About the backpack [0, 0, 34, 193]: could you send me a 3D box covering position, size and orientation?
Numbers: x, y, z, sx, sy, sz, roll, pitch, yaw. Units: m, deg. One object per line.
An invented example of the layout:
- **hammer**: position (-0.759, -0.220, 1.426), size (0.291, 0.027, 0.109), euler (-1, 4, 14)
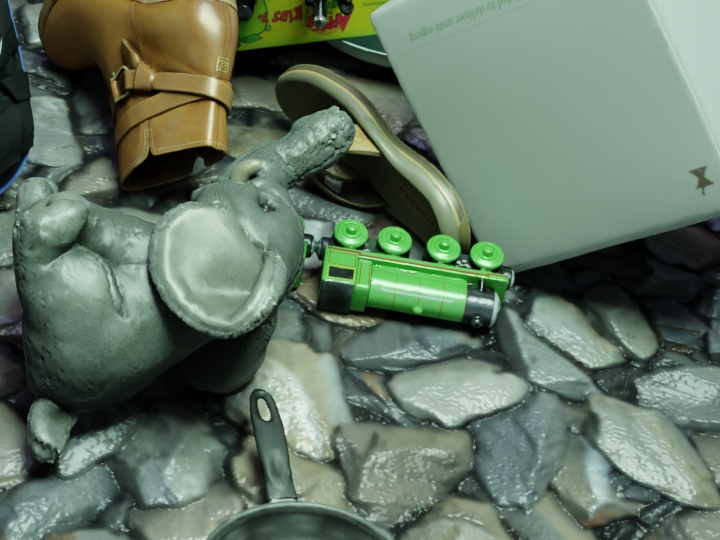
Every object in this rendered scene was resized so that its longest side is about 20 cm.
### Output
- **backpack**: position (-0.301, -0.108, 1.003), size (0.145, 0.185, 0.200), euler (5, 23, 27)

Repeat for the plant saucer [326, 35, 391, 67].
- **plant saucer**: position (0.029, -0.206, 1.324), size (0.199, 0.039, 0.202), euler (6, 38, -5)

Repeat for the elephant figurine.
- **elephant figurine**: position (-0.091, 0.002, 0.945), size (0.198, 0.157, 0.142), euler (-5, 17, -6)

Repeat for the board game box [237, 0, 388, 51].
- **board game box**: position (-0.053, -0.215, 1.246), size (0.198, 0.048, 0.102), euler (-10, 43, -22)

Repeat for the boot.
- **boot**: position (-0.153, -0.127, 1.141), size (0.076, 0.199, 0.157), euler (13, 68, -48)

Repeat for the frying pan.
- **frying pan**: position (-0.049, 0.142, 0.870), size (0.114, 0.031, 0.190), euler (-17, 42, -32)

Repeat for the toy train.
- **toy train**: position (0.000, 0.000, 1.057), size (0.198, 0.042, 0.057), euler (9, 47, -3)

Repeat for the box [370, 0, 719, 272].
- **box**: position (0.155, -0.135, 1.078), size (0.198, 0.201, 0.171), euler (-16, 19, 40)

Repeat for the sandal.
- **sandal**: position (-0.003, -0.070, 1.127), size (0.054, 0.081, 0.200), euler (-34, 57, -16)

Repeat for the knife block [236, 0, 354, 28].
- **knife block**: position (-0.067, -0.250, 1.196), size (0.199, 0.064, 0.175), euler (36, 46, 29)
